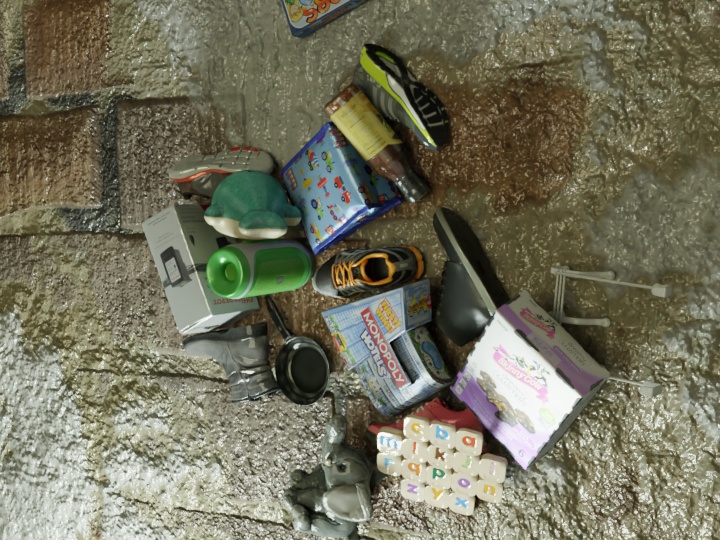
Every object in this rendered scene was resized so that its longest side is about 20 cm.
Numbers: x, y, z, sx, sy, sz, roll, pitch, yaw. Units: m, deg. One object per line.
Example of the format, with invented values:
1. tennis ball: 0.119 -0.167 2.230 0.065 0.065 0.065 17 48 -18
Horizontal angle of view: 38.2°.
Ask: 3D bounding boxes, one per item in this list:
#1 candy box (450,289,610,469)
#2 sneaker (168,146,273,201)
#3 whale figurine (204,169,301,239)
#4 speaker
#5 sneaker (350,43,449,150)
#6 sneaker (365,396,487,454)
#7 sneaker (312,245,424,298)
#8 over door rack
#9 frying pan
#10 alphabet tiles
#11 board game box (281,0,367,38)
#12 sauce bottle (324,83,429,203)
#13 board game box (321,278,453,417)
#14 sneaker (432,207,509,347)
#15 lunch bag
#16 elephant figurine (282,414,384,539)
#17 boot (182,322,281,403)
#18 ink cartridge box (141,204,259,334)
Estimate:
1. candy box: 0.234 0.156 1.470 0.168 0.071 0.201 46 142 20
2. sneaker: -0.230 -0.158 1.787 0.198 0.077 0.083 -1 125 26
3. whale figurine: -0.170 -0.103 1.654 0.200 0.157 0.105 -139 51 -72
4. speaker: -0.157 -0.004 1.665 0.088 0.199 0.090 3 96 31
5. sneaker: 0.060 -0.256 1.598 0.201 0.074 0.081 53 133 18
6. sneaker: 0.104 0.239 1.614 0.198 0.074 0.088 1 84 24
7. sneaker: 0.000 0.000 1.643 0.198 0.077 0.079 -14 88 33
8. over door rack: 0.345 0.079 1.435 0.199 0.066 0.150 13 103 50
9. frying pan: -0.119 0.144 1.754 0.190 0.031 0.115 44 114 25
10. alphabet tiles: 0.121 0.293 1.565 0.198 0.015 0.197 13 133 15
11. board game box: -0.044 -0.476 1.653 0.199 0.034 0.137 -23 82 31
12. sauce bottle: 0.029 -0.191 1.585 0.066 0.066 0.200 -34 103 29
13. board game box: 0.052 0.106 1.595 0.200 0.061 0.201 -40 73 48
14. sneaker: 0.138 0.012 1.560 0.106 0.075 0.201 -33 78 30
15. lunch bag: -0.053 -0.127 1.666 0.199 0.094 0.152 -32 79 41
16. elephant figurine: -0.024 0.337 1.647 0.200 0.154 0.143 -44 50 35
17. boot: -0.228 0.167 1.791 0.199 0.069 0.133 -11 88 42
18. ink cartridge box: -0.268 -0.005 1.765 0.083 0.145 0.202 -25 81 28
